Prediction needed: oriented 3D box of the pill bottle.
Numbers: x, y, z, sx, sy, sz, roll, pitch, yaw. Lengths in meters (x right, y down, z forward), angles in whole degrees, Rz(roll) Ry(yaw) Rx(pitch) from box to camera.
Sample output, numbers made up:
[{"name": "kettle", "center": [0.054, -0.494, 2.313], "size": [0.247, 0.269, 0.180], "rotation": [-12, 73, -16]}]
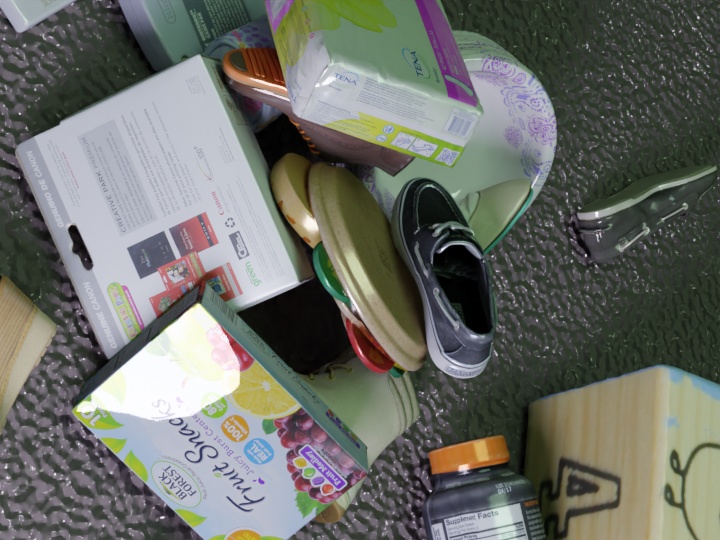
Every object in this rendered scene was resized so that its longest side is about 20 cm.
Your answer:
[{"name": "pill bottle", "center": [0.115, 0.250, 1.525], "size": [0.106, 0.106, 0.201], "rotation": [-5, 78, -38]}]

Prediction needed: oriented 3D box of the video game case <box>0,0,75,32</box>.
[{"name": "video game case", "center": [-0.269, -0.324, 1.469], "size": [0.200, 0.024, 0.183], "rotation": [-40, 101, -39]}]

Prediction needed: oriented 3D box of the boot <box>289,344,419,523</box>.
[{"name": "boot", "center": [-0.040, 0.095, 1.480], "size": [0.155, 0.072, 0.201], "rotation": [-46, 110, -37]}]

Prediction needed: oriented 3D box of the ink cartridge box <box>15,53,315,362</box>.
[{"name": "ink cartridge box", "center": [-0.159, -0.049, 1.405], "size": [0.084, 0.175, 0.201], "rotation": [-26, 92, -81]}]

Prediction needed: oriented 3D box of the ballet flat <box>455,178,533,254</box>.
[{"name": "ballet flat", "center": [0.073, -0.016, 1.545], "size": [0.069, 0.070, 0.200], "rotation": [33, 102, -24]}]

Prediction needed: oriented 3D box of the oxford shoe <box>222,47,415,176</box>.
[{"name": "oxford shoe", "center": [-0.033, -0.127, 1.432], "size": [0.199, 0.073, 0.071], "rotation": [19, 32, -25]}]

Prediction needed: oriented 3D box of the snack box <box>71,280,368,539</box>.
[{"name": "snack box", "center": [-0.110, 0.128, 1.372], "size": [0.200, 0.142, 0.053], "rotation": [46, 15, -16]}]

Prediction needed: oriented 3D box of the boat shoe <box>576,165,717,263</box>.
[{"name": "boat shoe", "center": [0.303, -0.062, 1.803], "size": [0.199, 0.067, 0.057], "rotation": [-22, 105, -35]}]

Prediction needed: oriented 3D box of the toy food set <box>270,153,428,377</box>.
[{"name": "toy food set", "center": [0.000, 0.000, 1.437], "size": [0.200, 0.048, 0.199], "rotation": [35, 31, -63]}]

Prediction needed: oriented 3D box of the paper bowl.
[{"name": "paper bowl", "center": [0.071, -0.124, 1.578], "size": [0.199, 0.104, 0.202], "rotation": [-13, 124, -20]}]

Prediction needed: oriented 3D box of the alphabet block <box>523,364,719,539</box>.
[{"name": "alphabet block", "center": [0.277, 0.223, 1.601], "size": [0.194, 0.196, 0.201], "rotation": [19, 65, -29]}]

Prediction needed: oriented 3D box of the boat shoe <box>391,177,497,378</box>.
[{"name": "boat shoe", "center": [0.075, -0.009, 1.444], "size": [0.071, 0.068, 0.201], "rotation": [3, 52, -15]}]

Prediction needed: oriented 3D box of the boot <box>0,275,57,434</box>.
[{"name": "boot", "center": [-0.337, 0.072, 1.276], "size": [0.166, 0.072, 0.201], "rotation": [32, 59, -12]}]

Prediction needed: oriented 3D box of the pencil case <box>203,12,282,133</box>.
[{"name": "pencil case", "center": [-0.050, -0.194, 1.518], "size": [0.200, 0.083, 0.091], "rotation": [-32, 130, -41]}]

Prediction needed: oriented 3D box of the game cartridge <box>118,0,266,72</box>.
[{"name": "game cartridge", "center": [-0.154, -0.253, 1.509], "size": [0.133, 0.041, 0.201], "rotation": [-31, 105, -36]}]

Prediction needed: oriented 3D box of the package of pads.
[{"name": "package of pads", "center": [0.005, -0.184, 1.404], "size": [0.154, 0.068, 0.201], "rotation": [16, 35, -26]}]
